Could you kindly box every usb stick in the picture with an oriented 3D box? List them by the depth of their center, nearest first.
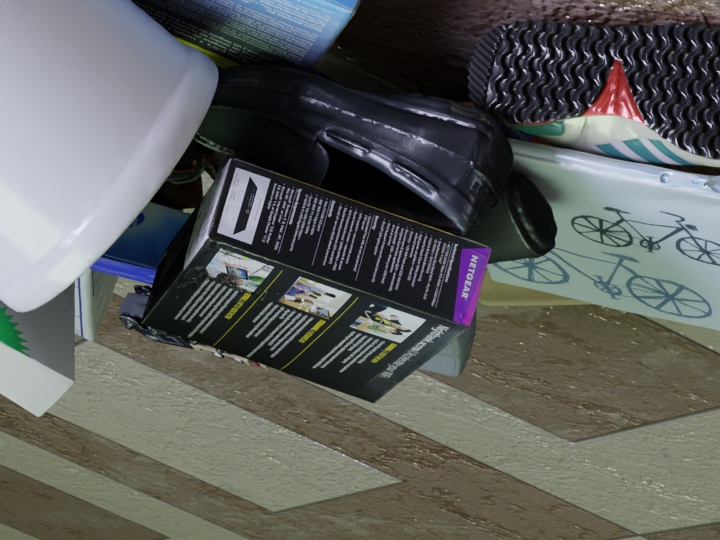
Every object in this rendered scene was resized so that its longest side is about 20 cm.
[{"bbox_3d":[0.024,-0.020,1.492,0.199,0.033,0.056,-9,127,40],"label":"usb stick"}]

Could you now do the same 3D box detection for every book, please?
[{"bbox_3d":[-0.224,-0.022,1.475,0.133,0.201,0.048,34,118,-29],"label":"book"}]

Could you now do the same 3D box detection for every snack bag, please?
[{"bbox_3d":[0.136,-0.025,1.490,0.188,0.022,0.200,13,159,23],"label":"snack bag"}]

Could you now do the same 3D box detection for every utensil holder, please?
[{"bbox_3d":[-0.203,-0.106,1.375,0.200,0.170,0.170,40,156,-17],"label":"utensil holder"}]

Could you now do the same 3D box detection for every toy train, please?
[{"bbox_3d":[-0.082,0.044,1.709,0.199,0.034,0.046,12,157,45],"label":"toy train"}]

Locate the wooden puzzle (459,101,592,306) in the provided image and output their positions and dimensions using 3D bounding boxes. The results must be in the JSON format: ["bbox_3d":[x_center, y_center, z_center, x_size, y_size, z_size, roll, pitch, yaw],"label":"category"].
[{"bbox_3d":[0.079,-0.047,1.642,0.185,0.046,0.200,-3,147,49],"label":"wooden puzzle"}]

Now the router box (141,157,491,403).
[{"bbox_3d":[-0.029,0.010,1.451,0.148,0.051,0.200,20,162,-10],"label":"router box"}]

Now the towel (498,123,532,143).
[{"bbox_3d":[0.057,-0.037,1.586,0.199,0.024,0.145,-1,146,48],"label":"towel"}]

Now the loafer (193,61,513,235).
[{"bbox_3d":[-0.015,-0.064,1.424,0.200,0.071,0.068,13,152,27],"label":"loafer"}]

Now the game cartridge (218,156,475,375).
[{"bbox_3d":[0.000,0.000,1.634,0.132,0.041,0.200,8,153,23],"label":"game cartridge"}]

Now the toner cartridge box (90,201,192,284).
[{"bbox_3d":[-0.143,-0.019,1.682,0.095,0.043,0.200,5,173,37],"label":"toner cartridge box"}]

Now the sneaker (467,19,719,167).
[{"bbox_3d":[0.162,-0.091,1.411,0.199,0.071,0.093,9,177,25],"label":"sneaker"}]

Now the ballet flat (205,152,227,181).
[{"bbox_3d":[-0.041,-0.036,1.735,0.199,0.046,0.067,33,-176,-9],"label":"ballet flat"}]

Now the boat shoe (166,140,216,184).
[{"bbox_3d":[-0.121,-0.089,1.607,0.073,0.063,0.201,20,-174,2],"label":"boat shoe"}]

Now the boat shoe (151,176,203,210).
[{"bbox_3d":[-0.162,-0.080,1.695,0.070,0.071,0.200,-17,159,14],"label":"boat shoe"}]

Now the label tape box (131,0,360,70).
[{"bbox_3d":[-0.080,-0.161,1.435,0.144,0.064,0.200,23,163,-8],"label":"label tape box"}]

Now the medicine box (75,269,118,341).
[{"bbox_3d":[-0.260,-0.048,1.887,0.181,0.103,0.200,19,162,1],"label":"medicine box"}]
